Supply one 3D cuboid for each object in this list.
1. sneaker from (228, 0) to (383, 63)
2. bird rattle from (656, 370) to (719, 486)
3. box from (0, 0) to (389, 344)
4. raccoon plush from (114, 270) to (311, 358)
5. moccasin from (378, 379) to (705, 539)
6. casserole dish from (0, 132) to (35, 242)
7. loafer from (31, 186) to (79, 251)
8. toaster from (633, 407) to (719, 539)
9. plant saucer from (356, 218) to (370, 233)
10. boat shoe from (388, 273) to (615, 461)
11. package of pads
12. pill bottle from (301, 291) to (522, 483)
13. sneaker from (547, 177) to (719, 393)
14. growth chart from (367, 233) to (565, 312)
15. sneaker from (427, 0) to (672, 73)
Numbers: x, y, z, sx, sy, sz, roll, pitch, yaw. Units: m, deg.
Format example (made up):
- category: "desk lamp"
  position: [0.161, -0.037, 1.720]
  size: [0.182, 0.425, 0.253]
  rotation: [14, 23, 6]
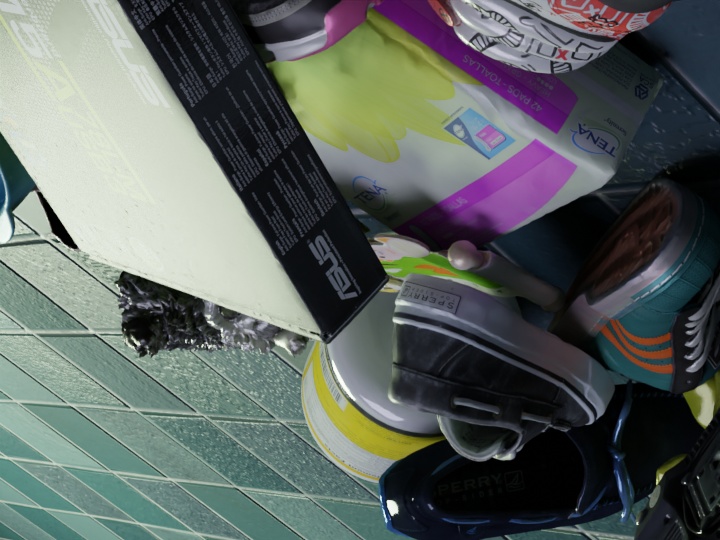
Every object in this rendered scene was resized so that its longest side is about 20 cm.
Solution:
- category: "sneaker"
  position: [-0.061, -0.153, 0.823]
  size: [0.200, 0.074, 0.088]
  rotation: [47, 172, 46]
- category: "bird rattle"
  position: [0.254, 0.123, 1.077]
  size: [0.199, 0.113, 0.163]
  rotation: [27, 144, -1]
- category: "box"
  position: [-0.100, -0.073, 0.859]
  size: [0.193, 0.047, 0.200]
  rotation: [21, 148, 51]
- category: "raccoon plush"
  position: [-0.062, 0.011, 1.316]
  size: [0.133, 0.097, 0.200]
  rotation: [7, -177, 20]
- category: "moccasin"
  position: [0.110, 0.111, 1.126]
  size: [0.068, 0.199, 0.081]
  rotation: [-19, 89, 68]
- category: "casserole dish"
  position: [-0.231, -0.110, 1.146]
  size: [0.201, 0.039, 0.121]
  rotation: [58, 155, 1]
- category: "loafer"
  position: [-0.182, -0.076, 1.229]
  size: [0.073, 0.071, 0.200]
  rotation: [17, 155, 32]
- category: "toaster"
  position: [0.226, 0.097, 0.962]
  size: [0.129, 0.201, 0.114]
  rotation: [29, -168, -8]
- category: "plant saucer"
  position: [-0.113, -0.071, 1.067]
  size: [0.199, 0.048, 0.200]
  rotation: [32, 178, 23]
- category: "boat shoe"
  position: [0.061, 0.057, 1.020]
  size: [0.072, 0.071, 0.200]
  rotation: [18, 174, 33]
- category: "package of pads"
  position: [0.023, -0.082, 0.937]
  size: [0.154, 0.068, 0.200]
  rotation: [33, 160, -10]
- category: "pill bottle"
  position: [0.024, 0.062, 1.219]
  size: [0.112, 0.112, 0.200]
  rotation: [29, 161, 2]
- category: "sneaker"
  position: [0.150, 0.013, 0.997]
  size: [0.080, 0.072, 0.200]
  rotation: [29, 168, 0]
- category: "growth chart"
  position: [0.000, 0.000, 1.029]
  size: [0.199, 0.018, 0.144]
  rotation: [1, 170, 35]
- category: "sneaker"
  position: [0.025, -0.145, 0.786]
  size: [0.201, 0.067, 0.108]
  rotation: [30, 158, -7]
